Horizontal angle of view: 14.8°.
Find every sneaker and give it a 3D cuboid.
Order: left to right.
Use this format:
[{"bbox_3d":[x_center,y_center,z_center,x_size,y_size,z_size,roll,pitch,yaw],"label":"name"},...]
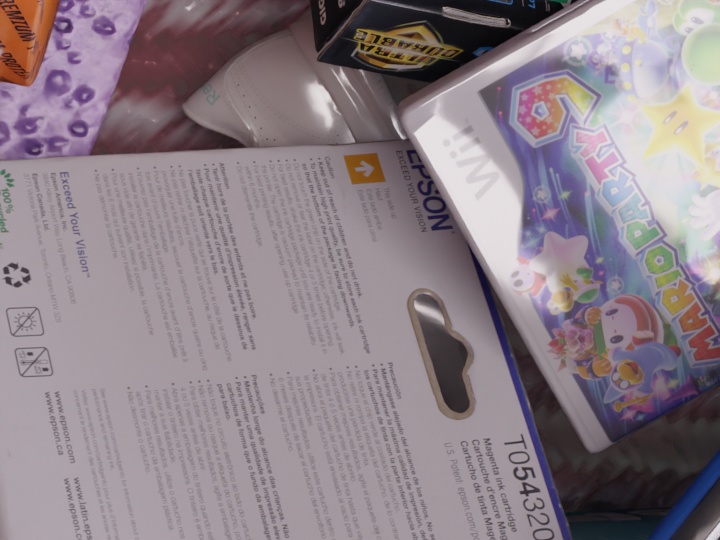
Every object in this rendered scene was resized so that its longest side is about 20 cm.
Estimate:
[{"bbox_3d":[0.000,0.000,1.094,0.088,0.075,0.200,-28,100,2],"label":"sneaker"}]

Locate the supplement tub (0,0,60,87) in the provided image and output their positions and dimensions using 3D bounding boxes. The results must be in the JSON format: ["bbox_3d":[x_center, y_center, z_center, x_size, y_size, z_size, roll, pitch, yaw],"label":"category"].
[{"bbox_3d":[-0.200,-0.134,0.963,0.199,0.123,0.123,13,89,-3],"label":"supplement tub"}]

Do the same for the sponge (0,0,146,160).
[{"bbox_3d":[-0.149,-0.080,1.053,0.111,0.030,0.201,22,87,-19],"label":"sponge"}]

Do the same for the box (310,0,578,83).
[{"bbox_3d":[0.053,-0.160,1.035,0.159,0.046,0.201,8,61,-28],"label":"box"}]

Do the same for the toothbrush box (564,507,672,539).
[{"bbox_3d":[0.066,0.145,1.076,0.199,0.146,0.086,0,93,-19],"label":"toothbrush box"}]

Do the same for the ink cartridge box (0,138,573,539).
[{"bbox_3d":[-0.043,0.045,0.978,0.199,0.043,0.197,-3,56,-20],"label":"ink cartridge box"}]

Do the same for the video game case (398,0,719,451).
[{"bbox_3d":[0.134,-0.044,0.967,0.200,0.018,0.143,-29,105,4],"label":"video game case"}]

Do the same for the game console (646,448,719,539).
[{"bbox_3d":[0.142,0.141,0.967,0.118,0.171,0.200,38,80,11],"label":"game console"}]
